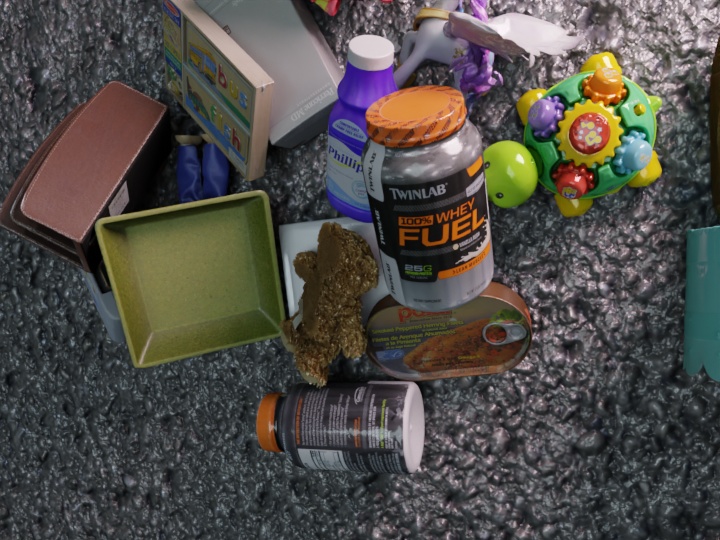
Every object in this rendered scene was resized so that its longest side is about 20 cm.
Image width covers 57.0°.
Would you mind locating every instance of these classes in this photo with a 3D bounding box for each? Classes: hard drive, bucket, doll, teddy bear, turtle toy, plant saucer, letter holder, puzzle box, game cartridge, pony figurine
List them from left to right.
[{"bbox_3d":[-0.338,-0.128,0.799,0.140,0.101,0.203,26,66,-4],"label":"letter holder"},{"bbox_3d":[-0.352,-0.007,0.880,0.203,0.041,0.133,62,151,10],"label":"game cartridge"},{"bbox_3d":[-0.200,0.004,0.814,0.195,0.048,0.204,-12,119,-13],"label":"plant saucer"},{"bbox_3d":[-0.195,-0.071,0.857,0.133,0.048,0.205,1,98,15],"label":"doll"},{"bbox_3d":[-0.171,-0.217,0.776,0.200,0.025,0.134,47,144,25],"label":"puzzle box"},{"bbox_3d":[-0.036,0.041,0.776,0.144,0.066,0.204,35,116,50],"label":"teddy bear"},{"bbox_3d":[0.000,0.000,0.816,0.196,0.025,0.135,-5,97,19],"label":"hard drive"},{"bbox_3d":[0.109,-0.231,0.694,0.192,0.165,0.202,38,124,21],"label":"pony figurine"},{"bbox_3d":[0.214,-0.129,0.688,0.197,0.101,0.148,-25,90,19],"label":"turtle toy"},{"bbox_3d":[0.396,0.025,0.603,0.202,0.207,0.138,-3,89,18],"label":"bucket"}]

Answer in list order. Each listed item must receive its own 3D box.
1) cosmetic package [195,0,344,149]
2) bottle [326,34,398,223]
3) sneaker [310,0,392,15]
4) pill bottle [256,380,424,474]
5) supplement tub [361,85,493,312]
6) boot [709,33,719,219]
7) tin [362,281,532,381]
[{"bbox_3d":[-0.096,-0.256,0.779,0.106,0.090,0.203,-31,85,16],"label":"cosmetic package"},{"bbox_3d":[0.005,-0.150,0.724,0.083,0.065,0.202,28,139,21],"label":"bottle"},{"bbox_3d":[-0.049,-0.316,0.697,0.195,0.078,0.092,2,109,7],"label":"sneaker"},{"bbox_3d":[-0.026,0.188,0.810,0.195,0.106,0.109,-2,98,18],"label":"pill bottle"},{"bbox_3d":[0.068,-0.071,0.670,0.120,0.123,0.203,-2,125,18],"label":"supplement tub"},{"bbox_3d":[0.422,-0.153,0.632,0.152,0.073,0.205,-1,99,19],"label":"boot"},{"bbox_3d":[0.098,0.070,0.767,0.196,0.042,0.113,-8,125,19],"label":"tin"}]
